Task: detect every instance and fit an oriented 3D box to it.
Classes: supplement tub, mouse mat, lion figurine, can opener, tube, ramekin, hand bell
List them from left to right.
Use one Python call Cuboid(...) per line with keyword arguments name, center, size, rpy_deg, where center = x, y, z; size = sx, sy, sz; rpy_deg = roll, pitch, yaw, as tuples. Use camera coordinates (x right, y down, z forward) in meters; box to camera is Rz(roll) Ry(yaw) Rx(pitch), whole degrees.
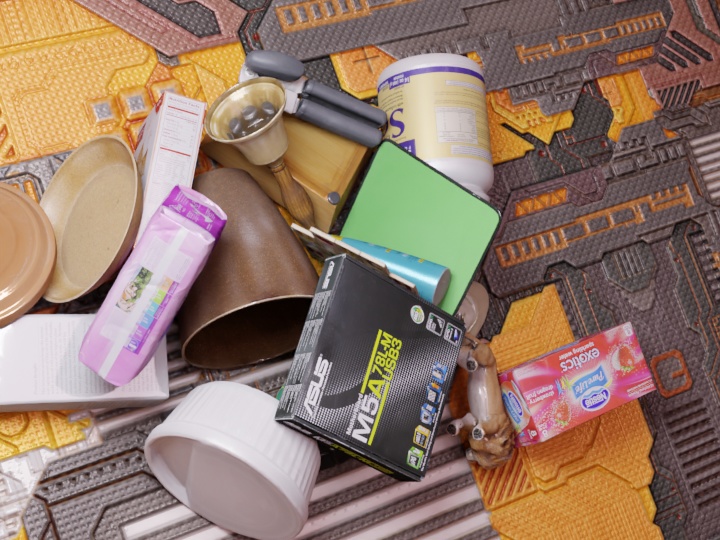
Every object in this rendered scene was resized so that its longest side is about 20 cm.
Cuboid(name="ramekin", center=(-0.137, 0.211, 1.451), size=(0.202, 0.202, 0.095), rpy_deg=(36, 55, -10))
Cuboid(name="hand bell", center=(-0.096, -0.122, 1.530), size=(0.104, 0.104, 0.201), rpy_deg=(-54, 138, -24))
Cuboid(name="can opener", center=(-0.054, -0.212, 1.567), size=(0.199, 0.067, 0.054), rpy_deg=(21, 70, -17))
Cuboid(name="tube", center=(0.012, -0.013, 1.580), size=(0.199, 0.077, 0.051), rpy_deg=(21, 86, 19))
Cuboid(name="mouse mat", center=(0.070, -0.051, 1.593), size=(0.199, 0.162, 0.008), rpy_deg=(35, 22, 25))
Cuboid(name="supplement tub", center=(0.098, -0.165, 1.665), size=(0.144, 0.145, 0.202), rpy_deg=(1, 76, -22))
Cuboid(name="lion figurine", center=(0.152, 0.154, 1.616), size=(0.122, 0.072, 0.202), rpy_deg=(1, 88, -58))

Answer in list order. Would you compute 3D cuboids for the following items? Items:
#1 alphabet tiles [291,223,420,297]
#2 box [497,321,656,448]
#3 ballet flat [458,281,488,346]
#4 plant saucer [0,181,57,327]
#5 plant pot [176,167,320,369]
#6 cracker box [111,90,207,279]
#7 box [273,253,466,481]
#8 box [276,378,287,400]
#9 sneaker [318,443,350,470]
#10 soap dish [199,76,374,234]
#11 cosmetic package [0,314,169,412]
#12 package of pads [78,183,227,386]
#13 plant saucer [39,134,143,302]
Cuboid(name="alphabet tiles", center=(0.000, 0.000, 1.534), size=(0.166, 0.200, 0.006), rpy_deg=(27, 80, 15))
Cuboid(name="box", center=(0.276, 0.151, 1.685), size=(0.199, 0.095, 0.100), rpy_deg=(-19, 85, -25))
Cuboid(name="ballet flat", center=(0.108, 0.081, 1.646), size=(0.069, 0.069, 0.200), rpy_deg=(42, 65, -7))
Cuboid(name="plant saucer", center=(-0.441, -0.022, 1.427), size=(0.198, 0.032, 0.202), rpy_deg=(3, 57, -5))
Cuboid(name="plant pot", center=(-0.147, -0.013, 1.523), size=(0.185, 0.187, 0.201), rpy_deg=(-9, 65, -24))
Cuboid(name="cracker box", center=(-0.241, -0.094, 1.513), size=(0.057, 0.134, 0.202), rpy_deg=(15, 71, -19))
Cuboid(name="box", center=(0.016, 0.112, 1.446), size=(0.193, 0.047, 0.201), rpy_deg=(32, 66, -30))
Cuboid(name="box", center=(0.001, 0.120, 1.533), size=(0.117, 0.049, 0.200), rpy_deg=(25, 53, 30))
Cuboid(name="sneaker", center=(-0.031, 0.168, 1.580), size=(0.199, 0.076, 0.116), rpy_deg=(-21, 44, -5))
Cuboid(name="soap dish", center=(-0.083, -0.166, 1.626), size=(0.199, 0.081, 0.158), rpy_deg=(34, 66, -13))
Cuboid(name="cosmetic package", center=(-0.325, 0.106, 1.462), size=(0.198, 0.071, 0.102), rpy_deg=(1, 76, -22))
Cuboid(name="package of pads", center=(-0.221, 0.015, 1.373), size=(0.075, 0.121, 0.201), rpy_deg=(29, 107, -7))
Cuboid(name="plant saucer", center=(-0.306, -0.055, 1.458), size=(0.035, 0.199, 0.202), rpy_deg=(24, 66, -43))
